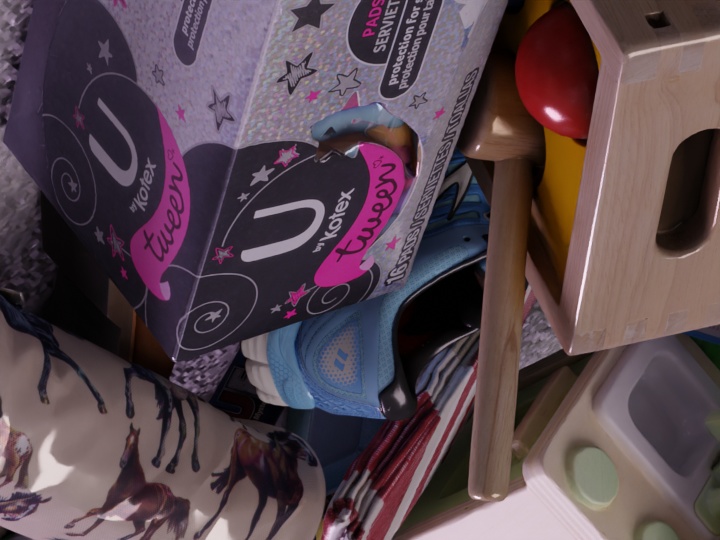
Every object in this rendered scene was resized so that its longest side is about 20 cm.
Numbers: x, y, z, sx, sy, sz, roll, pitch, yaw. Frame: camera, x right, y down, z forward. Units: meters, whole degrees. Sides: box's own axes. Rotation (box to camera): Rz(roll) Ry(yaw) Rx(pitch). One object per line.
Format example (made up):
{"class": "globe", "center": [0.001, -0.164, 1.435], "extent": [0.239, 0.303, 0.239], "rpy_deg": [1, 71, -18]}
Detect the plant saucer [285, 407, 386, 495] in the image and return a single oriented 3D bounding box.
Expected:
{"class": "plant saucer", "center": [0.000, 0.000, 1.190], "extent": [0.070, 0.019, 0.200], "rpy_deg": [-20, 125, -54]}

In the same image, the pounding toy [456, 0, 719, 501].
{"class": "pounding toy", "center": [0.086, -0.055, 1.032], "extent": [0.142, 0.184, 0.200], "rpy_deg": [-11, 139, -16]}

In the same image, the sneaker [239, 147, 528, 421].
{"class": "sneaker", "center": [0.040, -0.013, 1.138], "extent": [0.200, 0.090, 0.078], "rpy_deg": [-55, 146, -21]}

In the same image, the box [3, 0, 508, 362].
{"class": "box", "center": [-0.036, -0.088, 1.000], "extent": [0.115, 0.132, 0.200], "rpy_deg": [-18, 144, -33]}

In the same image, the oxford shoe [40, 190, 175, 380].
{"class": "oxford shoe", "center": [-0.091, 0.025, 1.159], "extent": [0.071, 0.071, 0.200], "rpy_deg": [-23, 145, -31]}

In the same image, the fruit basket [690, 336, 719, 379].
{"class": "fruit basket", "center": [0.266, -0.005, 1.337], "extent": [0.216, 0.156, 0.216], "rpy_deg": [-2, 121, -3]}

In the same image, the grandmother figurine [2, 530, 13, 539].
{"class": "grandmother figurine", "center": [-0.175, 0.130, 1.224], "extent": [0.121, 0.061, 0.200], "rpy_deg": [-22, 150, -41]}

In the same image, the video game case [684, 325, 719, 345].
{"class": "video game case", "center": [0.131, -0.038, 1.233], "extent": [0.200, 0.018, 0.143], "rpy_deg": [17, 130, -6]}

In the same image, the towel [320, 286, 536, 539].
{"class": "towel", "center": [0.022, 0.076, 1.215], "extent": [0.200, 0.023, 0.144], "rpy_deg": [-54, 170, -37]}

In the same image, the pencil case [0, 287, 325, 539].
{"class": "pencil case", "center": [-0.101, 0.065, 1.075], "extent": [0.078, 0.089, 0.200], "rpy_deg": [-14, 148, 40]}

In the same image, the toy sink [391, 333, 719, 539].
{"class": "toy sink", "center": [0.114, 0.101, 1.296], "extent": [0.200, 0.112, 0.130], "rpy_deg": [-29, -162, 46]}

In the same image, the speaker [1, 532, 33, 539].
{"class": "speaker", "center": [-0.156, 0.175, 1.177], "extent": [0.200, 0.088, 0.088], "rpy_deg": [-40, 151, 21]}

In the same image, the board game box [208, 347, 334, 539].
{"class": "board game box", "center": [-0.024, 0.097, 1.284], "extent": [0.136, 0.035, 0.200], "rpy_deg": [-61, 156, -28]}

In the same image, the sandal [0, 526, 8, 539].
{"class": "sandal", "center": [-0.209, 0.116, 1.141], "extent": [0.200, 0.082, 0.055], "rpy_deg": [-41, -169, 17]}
